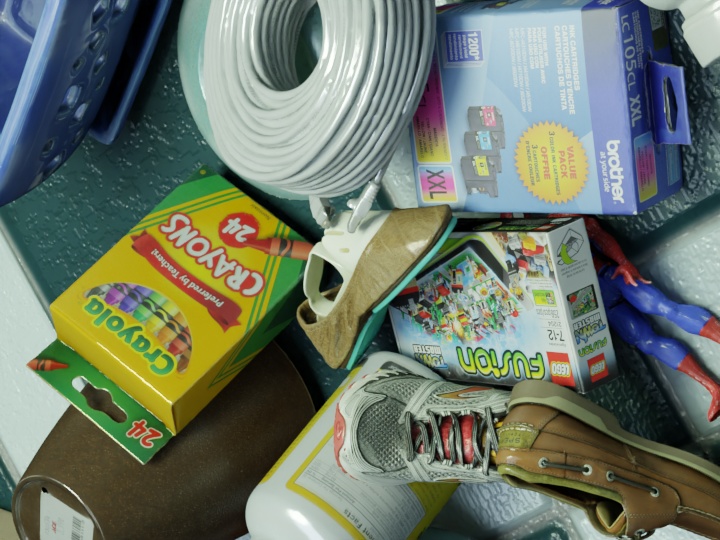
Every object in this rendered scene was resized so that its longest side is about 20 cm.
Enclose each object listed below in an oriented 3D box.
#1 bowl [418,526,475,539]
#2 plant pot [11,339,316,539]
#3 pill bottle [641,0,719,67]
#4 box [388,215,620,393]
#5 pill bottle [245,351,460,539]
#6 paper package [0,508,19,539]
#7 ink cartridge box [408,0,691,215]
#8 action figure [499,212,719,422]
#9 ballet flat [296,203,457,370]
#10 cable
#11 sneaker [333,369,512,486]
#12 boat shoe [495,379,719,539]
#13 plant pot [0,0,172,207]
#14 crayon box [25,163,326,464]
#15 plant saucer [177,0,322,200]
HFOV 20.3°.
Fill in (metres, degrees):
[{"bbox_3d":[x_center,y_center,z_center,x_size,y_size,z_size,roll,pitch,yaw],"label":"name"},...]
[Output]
[{"bbox_3d":[0.038,0.297,1.446,0.198,0.105,0.203,2,111,6],"label":"bowl"},{"bbox_3d":[-0.160,0.148,1.508,0.186,0.200,0.189,17,122,29],"label":"plant pot"},{"bbox_3d":[0.192,-0.228,1.201,0.112,0.112,0.201,-30,88,38],"label":"pill bottle"},{"bbox_3d":[0.088,0.021,1.366,0.199,0.035,0.111,1,108,56],"label":"box"},{"bbox_3d":[-0.010,0.162,1.409,0.112,0.200,0.112,33,156,17],"label":"pill bottle"},{"bbox_3d":[-0.348,0.285,1.707,0.198,0.190,0.105,15,119,31],"label":"paper package"},{"bbox_3d":[0.130,-0.109,1.310,0.198,0.076,0.138,1,106,33],"label":"ink cartridge box"},{"bbox_3d":[0.172,0.017,1.343,0.200,0.052,0.066,40,128,20],"label":"action figure"},{"bbox_3d":[0.000,0.000,1.383,0.072,0.068,0.200,37,148,2],"label":"ballet flat"},{"bbox_3d":[-0.033,-0.151,1.333,0.200,0.069,0.201,53,125,39],"label":"cable"},{"bbox_3d":[0.070,0.106,1.347,0.082,0.198,0.079,-5,84,59],"label":"sneaker"},{"bbox_3d":[0.174,0.146,1.318,0.199,0.069,0.072,26,155,-12],"label":"boat shoe"},{"bbox_3d":[-0.257,-0.192,1.484,0.199,0.179,0.201,37,124,19],"label":"plant pot"},{"bbox_3d":[-0.134,0.029,1.465,0.127,0.200,0.051,35,154,19],"label":"crayon box"},{"bbox_3d":[-0.065,-0.145,1.455,0.199,0.039,0.203,12,112,31],"label":"plant saucer"}]
